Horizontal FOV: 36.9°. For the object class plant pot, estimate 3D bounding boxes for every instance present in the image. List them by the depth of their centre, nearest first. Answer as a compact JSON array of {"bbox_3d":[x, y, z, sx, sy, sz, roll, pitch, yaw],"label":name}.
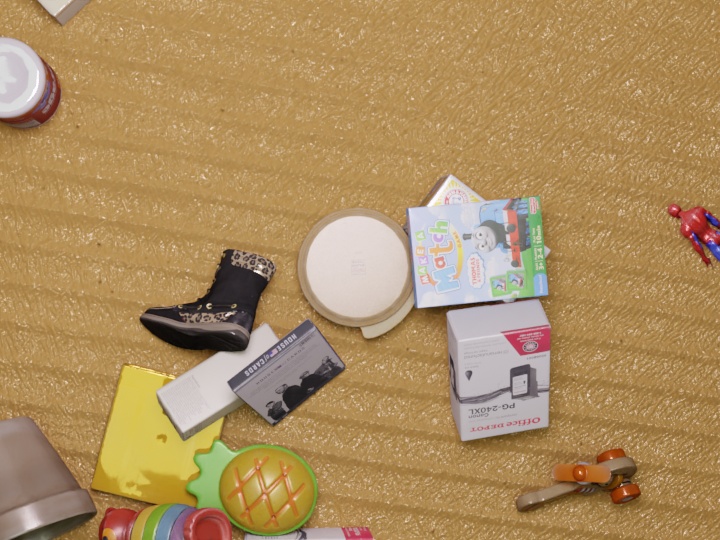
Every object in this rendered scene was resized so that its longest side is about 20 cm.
[{"bbox_3d":[-0.515,0.319,1.592,0.200,0.200,0.174,-24,76,-5],"label":"plant pot"}]

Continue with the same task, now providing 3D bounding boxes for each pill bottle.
[{"bbox_3d":[-0.498,-0.266,1.568,0.112,0.200,0.112,0,91,-6],"label":"pill bottle"}]

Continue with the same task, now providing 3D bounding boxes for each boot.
[{"bbox_3d":[-0.230,0.043,1.654,0.200,0.073,0.151,3,55,33],"label":"boot"}]

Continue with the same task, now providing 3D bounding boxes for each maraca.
[{"bbox_3d":[-0.165,0.331,1.654,0.200,0.107,0.137,14,81,-1],"label":"maraca"}]

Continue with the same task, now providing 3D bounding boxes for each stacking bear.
[{"bbox_3d":[-0.306,0.402,1.620,0.200,0.114,0.122,1,96,24],"label":"stacking bear"}]

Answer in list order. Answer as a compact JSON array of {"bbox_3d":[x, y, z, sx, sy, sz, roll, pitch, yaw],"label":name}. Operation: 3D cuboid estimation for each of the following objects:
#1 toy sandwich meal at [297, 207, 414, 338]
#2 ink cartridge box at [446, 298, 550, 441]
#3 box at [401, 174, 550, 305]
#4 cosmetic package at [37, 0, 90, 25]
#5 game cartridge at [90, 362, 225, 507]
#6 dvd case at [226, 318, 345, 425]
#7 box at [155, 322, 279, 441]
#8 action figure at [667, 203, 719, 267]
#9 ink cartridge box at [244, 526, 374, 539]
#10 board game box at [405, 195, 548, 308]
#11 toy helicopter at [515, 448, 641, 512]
[{"bbox_3d":[0.000,0.000,1.690,0.205,0.070,0.205,0,88,-2],"label":"toy sandwich meal"},{"bbox_3d":[0.213,0.155,1.656,0.145,0.083,0.200,-9,123,-4],"label":"ink cartridge box"},{"bbox_3d":[0.177,-0.048,1.686,0.200,0.101,0.113,36,88,-5],"label":"box"},{"bbox_3d":[-0.421,-0.480,1.638,0.200,0.073,0.104,-45,94,-3],"label":"cosmetic package"},{"bbox_3d":[-0.309,0.261,1.679,0.176,0.032,0.200,15,91,-6],"label":"game cartridge"},{"bbox_3d":[-0.106,0.156,1.619,0.150,0.200,0.025,-38,64,-4],"label":"dvd case"},{"bbox_3d":[-0.205,0.169,1.639,0.200,0.068,0.082,-30,75,-17],"label":"box"},{"bbox_3d":[0.581,-0.043,1.755,0.200,0.052,0.065,39,81,0],"label":"action figure"},{"bbox_3d":[-0.083,0.479,1.674,0.200,0.084,0.145,1,90,-7],"label":"ink cartridge box"},{"bbox_3d":[0.175,-0.028,1.617,0.200,0.037,0.151,-6,93,-4],"label":"board game box"},{"bbox_3d":[0.338,0.339,1.703,0.200,0.132,0.079,-23,63,12],"label":"toy helicopter"}]
